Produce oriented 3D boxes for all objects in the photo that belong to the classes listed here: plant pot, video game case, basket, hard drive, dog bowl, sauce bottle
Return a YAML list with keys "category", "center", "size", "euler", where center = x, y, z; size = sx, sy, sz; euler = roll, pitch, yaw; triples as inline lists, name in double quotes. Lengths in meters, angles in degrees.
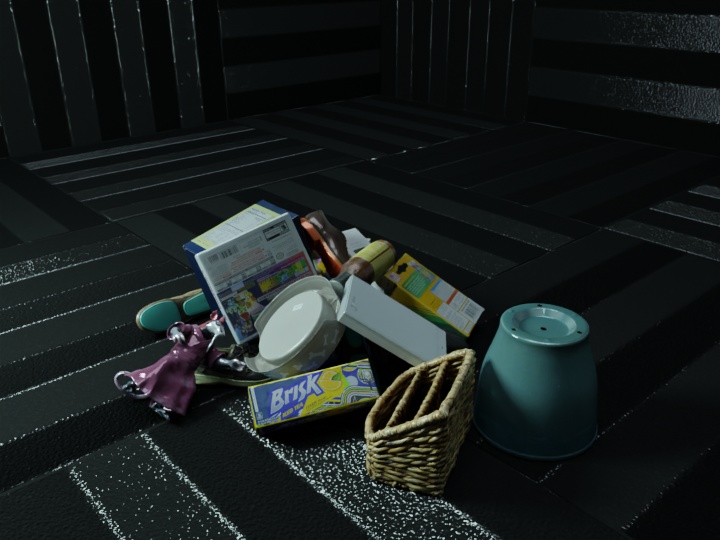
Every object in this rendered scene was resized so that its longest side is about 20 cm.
- category: "plant pot"
  center: [0.281, 0.161, 1.091]
  size: [0.200, 0.188, 0.200]
  euler: [-1, 24, 0]
- category: "video game case"
  center: [-0.181, 0.012, 1.287]
  size: [0.200, 0.182, 0.023]
  euler: [-28, 8, -28]
- category: "basket"
  center: [0.084, 0.209, 1.038]
  size: [0.143, 0.149, 0.200]
  euler: [9, 27, 20]
- category: "hard drive"
  center: [0.058, 0.095, 1.172]
  size: [0.200, 0.026, 0.132]
  euler: [32, 26, -11]
- category: "dog bowl"
  center: [-0.107, 0.104, 1.183]
  size: [0.200, 0.059, 0.200]
  euler: [-30, 33, 22]
- category: "sauce bottle"
  center: [0.000, 0.000, 1.304]
  size: [0.066, 0.066, 0.200]
  euler: [13, 26, 27]

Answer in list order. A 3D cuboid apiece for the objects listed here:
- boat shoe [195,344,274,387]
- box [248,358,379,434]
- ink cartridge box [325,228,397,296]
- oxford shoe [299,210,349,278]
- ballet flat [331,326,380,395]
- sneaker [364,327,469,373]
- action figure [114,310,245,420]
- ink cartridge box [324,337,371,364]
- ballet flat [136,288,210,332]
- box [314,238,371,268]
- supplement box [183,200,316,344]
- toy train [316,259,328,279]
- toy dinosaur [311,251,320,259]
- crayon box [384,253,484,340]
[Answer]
- category: "boat shoe"
  center: [-0.228, 0.167, 1.239]
  size: [0.200, 0.065, 0.073]
  euler: [-2, 23, -5]
- category: "box"
  center: [-0.077, 0.203, 1.108]
  size: [0.200, 0.064, 0.070]
  euler: [-12, 69, -12]
- category: "ink cartridge box"
  center: [0.009, 0.017, 1.450]
  size: [0.067, 0.116, 0.200]
  euler: [-17, 47, -31]
- category: "oxford shoe"
  center: [-0.045, -0.038, 1.387]
  size: [0.073, 0.200, 0.071]
  euler: [-36, -4, -25]
- category: "ballet flat"
  center: [-0.018, 0.152, 1.220]
  size: [0.068, 0.068, 0.200]
  euler: [7, 58, -41]
- category: "sneaker"
  center: [0.107, 0.155, 1.256]
  size: [0.200, 0.076, 0.091]
  euler: [4, 46, -17]
- category: "action figure"
  center: [-0.298, 0.155, 1.184]
  size: [0.149, 0.134, 0.200]
  euler: [-7, 41, 52]
- category: "ink cartridge box"
  center: [-0.069, 0.117, 1.334]
  size: [0.200, 0.076, 0.136]
  euler: [-7, 24, -18]
- category: "ballet flat"
  center: [-0.391, 0.083, 1.446]
  size: [0.072, 0.068, 0.200]
  euler: [-6, 14, 44]
- category: "box"
  center: [-0.080, -0.035, 1.669]
  size: [0.200, 0.078, 0.095]
  euler: [6, 26, 14]
- category: "supplement box"
  center: [-0.213, -0.001, 1.399]
  size: [0.200, 0.200, 0.134]
  euler: [-35, 38, -26]
- category: "toy train"
  center: [-0.041, 0.035, 1.553]
  size: [0.200, 0.056, 0.150]
  euler: [3, 41, -6]
- category: "toy dinosaur"
  center: [-0.148, -0.084, 1.557]
  size: [0.086, 0.136, 0.200]
  euler: [-10, -3, -31]
- category: "crayon box"
  center: [0.139, 0.061, 1.379]
  size: [0.200, 0.052, 0.126]
  euler: [37, 33, 7]
